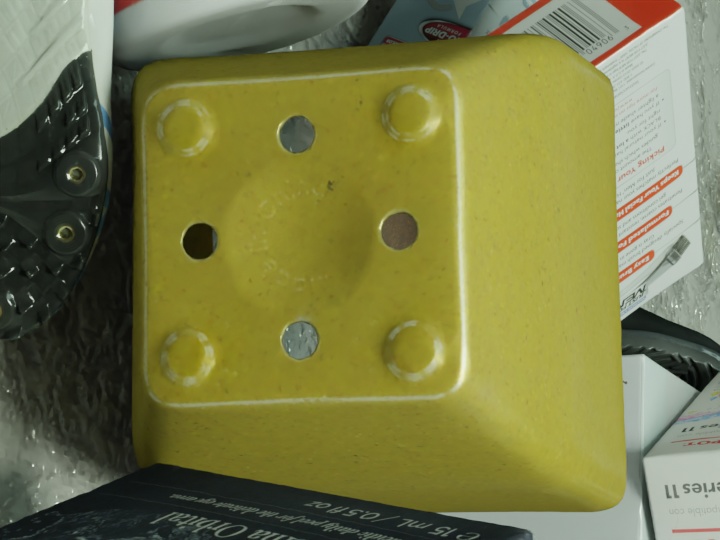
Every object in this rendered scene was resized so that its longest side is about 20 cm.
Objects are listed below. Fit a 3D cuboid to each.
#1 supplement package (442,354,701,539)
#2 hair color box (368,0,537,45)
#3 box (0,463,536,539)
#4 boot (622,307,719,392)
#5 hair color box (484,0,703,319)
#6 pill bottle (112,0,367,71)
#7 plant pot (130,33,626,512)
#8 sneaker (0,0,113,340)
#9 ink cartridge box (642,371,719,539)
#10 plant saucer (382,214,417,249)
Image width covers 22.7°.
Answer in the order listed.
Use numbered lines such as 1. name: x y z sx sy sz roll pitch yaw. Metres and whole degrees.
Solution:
1. supplement package: 0.123 0.144 1.024 0.200 0.150 0.152 29 60 -58
2. hair color box: 0.086 -0.160 1.008 0.200 0.061 0.099 -59 144 -7
3. box: -0.072 0.150 0.536 0.200 0.196 0.118 -20 104 -39
4. boot: 0.161 -0.019 1.122 0.066 0.164 0.201 85 17 -53
5. hair color box: 0.115 -0.052 0.939 0.111 0.064 0.200 -34 141 -14
6. pill bottle: -0.072 -0.192 0.725 0.114 0.114 0.201 -7 81 -63
7. plant pot: 0.000 0.000 0.708 0.200 0.195 0.195 30 58 -77
8. sneaker: -0.126 -0.074 0.673 0.072 0.072 0.201 -148 -120 -87
9. ink cartridge box: 0.220 0.105 0.926 0.200 0.117 0.068 -30 110 -61
10. plant saucer: 0.071 -0.043 0.986 0.200 0.037 0.201 -27 140 -25
